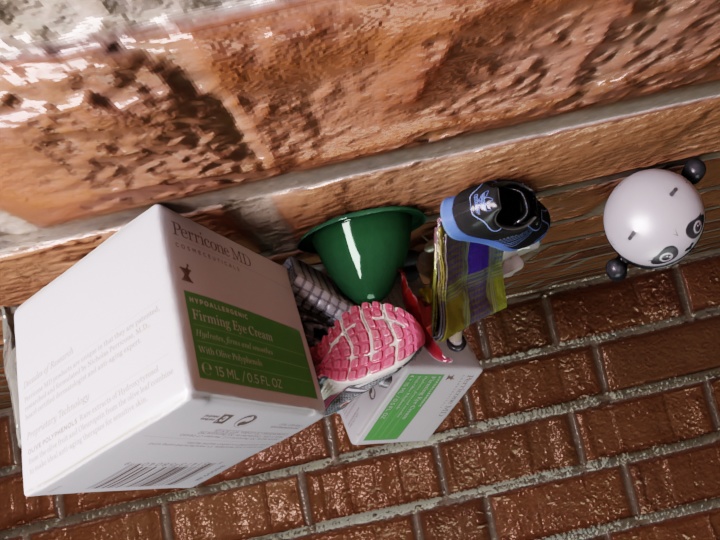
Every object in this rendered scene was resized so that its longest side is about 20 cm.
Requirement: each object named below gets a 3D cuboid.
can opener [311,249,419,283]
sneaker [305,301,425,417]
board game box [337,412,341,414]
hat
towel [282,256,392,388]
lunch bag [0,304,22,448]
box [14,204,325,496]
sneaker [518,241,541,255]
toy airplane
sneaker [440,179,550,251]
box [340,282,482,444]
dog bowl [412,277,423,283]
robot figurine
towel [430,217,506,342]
[{"bbox_3d":[0.000,0.000,0.942,0.194,0.054,0.067,-9,-155,-13],"label":"can opener"},{"bbox_3d":[-0.012,0.099,0.620,0.197,0.083,0.074,-29,137,33],"label":"sneaker"},{"bbox_3d":[-0.016,0.196,1.157,0.201,0.195,0.044,-59,173,-56],"label":"board game box"},{"bbox_3d":[0.018,0.034,0.696,0.161,0.181,0.200,-15,171,12],"label":"hat"},{"bbox_3d":[-0.037,0.066,0.750,0.163,0.087,0.200,30,-177,-14],"label":"towel"},{"bbox_3d":[-0.331,0.117,0.705,0.160,0.121,0.199,-6,-154,-35],"label":"lunch bag"},{"bbox_3d":[-0.174,0.088,0.554,0.197,0.175,0.198,-31,152,18],"label":"box"},{"bbox_3d":[0.213,-0.014,1.006,0.195,0.083,0.076,-18,168,24],"label":"sneaker"},{"bbox_3d":[0.150,0.005,0.897,0.140,0.204,0.197,34,-155,29],"label":"toy airplane"},{"bbox_3d":[0.180,-0.064,0.685,0.196,0.072,0.077,-4,173,-43],"label":"sneaker"},{"bbox_3d":[0.061,0.156,1.016,0.167,0.202,0.202,6,129,-33],"label":"box"},{"bbox_3d":[0.033,0.040,1.166,0.194,0.060,0.200,-12,172,-2],"label":"dog bowl"},{"bbox_3d":[0.394,-0.064,0.793,0.121,0.155,0.199,-2,177,26],"label":"robot figurine"},{"bbox_3d":[0.144,0.001,0.752,0.022,0.149,0.198,7,-168,36],"label":"towel"}]
